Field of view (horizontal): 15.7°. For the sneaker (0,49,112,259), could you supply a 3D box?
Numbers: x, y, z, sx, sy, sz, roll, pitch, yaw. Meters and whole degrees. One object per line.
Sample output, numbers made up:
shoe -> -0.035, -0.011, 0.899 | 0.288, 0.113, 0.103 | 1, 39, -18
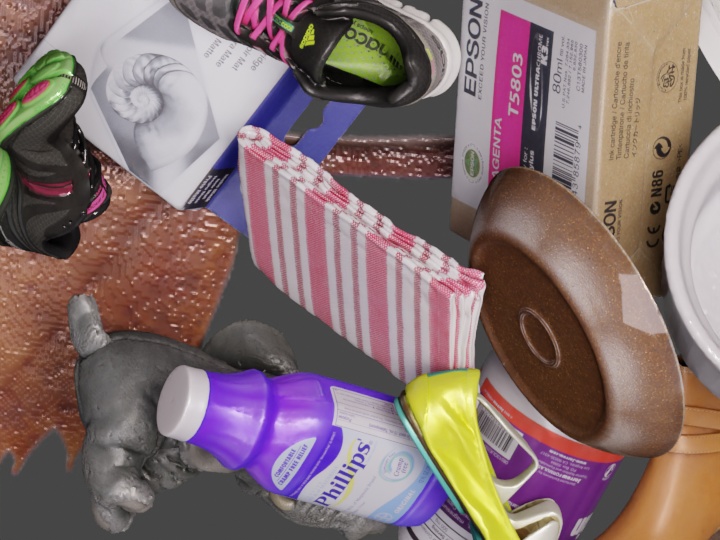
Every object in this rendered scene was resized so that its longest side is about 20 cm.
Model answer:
sneaker -> -0.197, -0.074, 1.707 | 0.084, 0.077, 0.200 | 25, 149, 0

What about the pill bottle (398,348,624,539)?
pill bottle -> 0.098, 0.153, 1.754 | 0.112, 0.112, 0.200 | 26, 111, -1

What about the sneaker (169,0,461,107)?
sneaker -> -0.034, -0.155, 1.638 | 0.200, 0.087, 0.074 | 23, 108, 1

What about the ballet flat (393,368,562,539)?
ballet flat -> 0.090, 0.149, 1.661 | 0.067, 0.067, 0.200 | -25, 106, 3

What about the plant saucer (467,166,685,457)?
plant saucer -> 0.121, 0.034, 1.588 | 0.037, 0.200, 0.200 | -30, 105, -20

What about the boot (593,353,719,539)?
boot -> 0.202, 0.133, 1.707 | 0.074, 0.200, 0.155 | 25, 122, 38

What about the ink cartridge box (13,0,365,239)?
ink cartridge box -> -0.095, -0.142, 1.718 | 0.200, 0.041, 0.200 | 36, 109, -5

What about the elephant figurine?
elephant figurine -> -0.087, 0.102, 1.768 | 0.200, 0.142, 0.155 | -6, 151, 1

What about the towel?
towel -> 0.000, 0.000, 1.685 | 0.200, 0.030, 0.146 | 37, 153, 24

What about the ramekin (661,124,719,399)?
ramekin -> 0.273, 0.001, 1.545 | 0.200, 0.098, 0.201 | 1, 74, -3

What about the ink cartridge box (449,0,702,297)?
ink cartridge box -> 0.132, -0.097, 1.632 | 0.075, 0.165, 0.200 | -10, 112, -30

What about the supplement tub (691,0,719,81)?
supplement tub -> 0.308, -0.177, 1.595 | 0.200, 0.144, 0.144 | -33, 101, 16

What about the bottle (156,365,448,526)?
bottle -> -0.033, 0.108, 1.682 | 0.200, 0.065, 0.084 | 18, 123, -27
